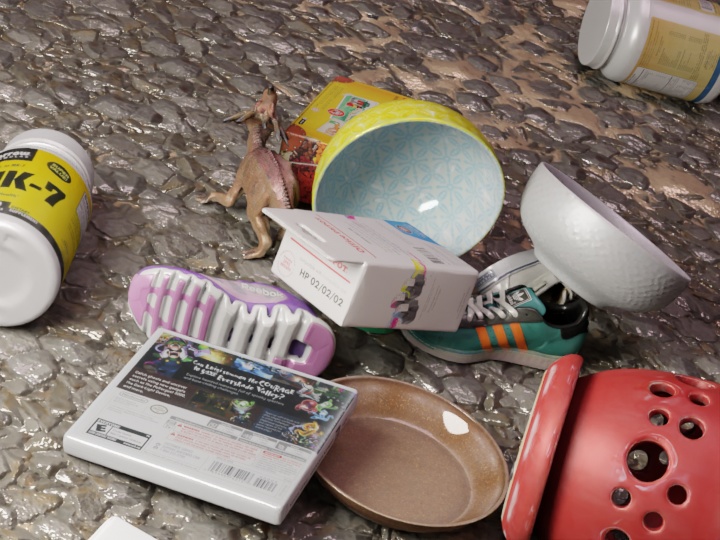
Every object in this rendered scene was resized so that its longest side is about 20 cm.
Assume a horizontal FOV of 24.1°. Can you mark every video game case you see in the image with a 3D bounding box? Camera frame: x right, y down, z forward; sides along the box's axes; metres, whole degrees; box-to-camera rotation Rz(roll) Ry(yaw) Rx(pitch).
[{"bbox_3d":[-0.124,0.129,1.448,0.199,0.023,0.182,16,34,14],"label":"video game case"}]

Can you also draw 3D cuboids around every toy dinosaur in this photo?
[{"bbox_3d":[-0.096,-0.098,1.755,0.085,0.136,0.200,-3,38,-33],"label":"toy dinosaur"}]

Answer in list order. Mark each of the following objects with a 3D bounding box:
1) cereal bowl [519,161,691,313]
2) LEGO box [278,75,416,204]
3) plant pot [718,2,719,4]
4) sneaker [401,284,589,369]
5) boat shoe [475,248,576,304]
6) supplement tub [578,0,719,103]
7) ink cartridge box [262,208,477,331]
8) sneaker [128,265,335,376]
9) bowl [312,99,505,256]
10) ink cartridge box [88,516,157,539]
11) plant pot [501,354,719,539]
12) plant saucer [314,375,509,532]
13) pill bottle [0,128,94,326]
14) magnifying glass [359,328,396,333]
[{"bbox_3d":[0.242,-0.021,1.757,0.200,0.083,0.200,38,11,-8],"label":"cereal bowl"},{"bbox_3d":[0.005,-0.136,1.915,0.148,0.077,0.200,19,29,9],"label":"LEGO box"},{"bbox_3d":[0.638,-0.348,2.482,0.201,0.134,0.200,54,9,-12],"label":"plant pot"},{"bbox_3d":[0.140,0.047,1.714,0.199,0.080,0.072,6,34,-21],"label":"sneaker"},{"bbox_3d":[0.202,0.011,1.837,0.200,0.071,0.070,-17,74,-51],"label":"boat shoe"},{"bbox_3d":[0.426,-0.329,2.414,0.199,0.145,0.145,13,31,-12],"label":"supplement tub"},{"bbox_3d":[0.000,0.000,1.600,0.199,0.068,0.115,5,22,-44],"label":"ink cartridge box"},{"bbox_3d":[-0.122,0.040,1.589,0.199,0.081,0.089,18,24,-14],"label":"sneaker"},{"bbox_3d":[0.044,-0.106,1.736,0.199,0.201,0.108,10,40,-17],"label":"bowl"},{"bbox_3d":[-0.138,0.280,1.072,0.145,0.201,0.083,26,34,10],"label":"ink cartridge box"},{"bbox_3d":[0.226,0.177,1.456,0.182,0.201,0.201,17,30,10],"label":"plant pot"},{"bbox_3d":[0.033,0.170,1.504,0.199,0.037,0.201,15,31,-10],"label":"plant saucer"},{"bbox_3d":[-0.314,-0.046,1.569,0.114,0.115,0.200,17,30,-5],"label":"pill bottle"},{"bbox_3d":[0.025,0.006,1.773,0.079,0.022,0.200,22,30,4],"label":"magnifying glass"}]
